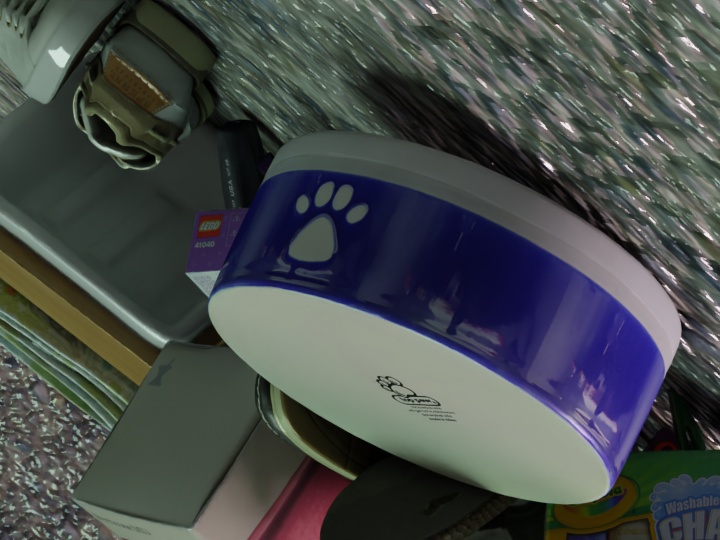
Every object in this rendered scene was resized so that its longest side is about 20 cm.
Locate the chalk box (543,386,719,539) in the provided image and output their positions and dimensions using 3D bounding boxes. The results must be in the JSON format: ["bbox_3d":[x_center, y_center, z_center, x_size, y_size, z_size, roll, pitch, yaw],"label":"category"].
[{"bbox_3d":[0.161,0.158,1.178,0.124,0.200,0.125,-2,155,23],"label":"chalk box"}]

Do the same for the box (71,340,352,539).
[{"bbox_3d":[-0.036,0.141,1.351,0.200,0.109,0.128,42,159,-31],"label":"box"}]

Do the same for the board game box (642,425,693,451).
[{"bbox_3d":[0.233,0.163,1.343,0.200,0.032,0.120,38,168,9],"label":"board game box"}]

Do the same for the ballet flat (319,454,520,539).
[{"bbox_3d":[0.059,0.100,1.202,0.067,0.200,0.046,23,132,36],"label":"ballet flat"}]

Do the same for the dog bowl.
[{"bbox_3d":[0.036,0.024,1.090,0.200,0.079,0.200,23,161,8],"label":"dog bowl"}]

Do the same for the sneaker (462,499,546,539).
[{"bbox_3d":[0.074,0.143,1.281,0.089,0.200,0.077,-27,76,47],"label":"sneaker"}]

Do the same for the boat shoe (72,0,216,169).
[{"bbox_3d":[-0.126,-0.095,1.356,0.075,0.068,0.200,39,172,2],"label":"boat shoe"}]

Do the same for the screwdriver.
[{"bbox_3d":[-0.051,0.010,1.401,0.028,0.029,0.200,-54,-47,-65],"label":"screwdriver"}]

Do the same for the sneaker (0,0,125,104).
[{"bbox_3d":[-0.185,-0.142,1.343,0.085,0.073,0.200,38,174,-14],"label":"sneaker"}]

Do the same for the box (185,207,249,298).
[{"bbox_3d":[0.013,0.026,1.287,0.137,0.039,0.200,-3,152,23],"label":"box"}]

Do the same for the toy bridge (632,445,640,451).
[{"bbox_3d":[0.098,0.109,1.495,0.027,0.067,0.200,42,172,-22],"label":"toy bridge"}]

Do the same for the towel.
[{"bbox_3d":[-0.119,0.015,1.521,0.171,0.200,0.048,38,145,12],"label":"towel"}]

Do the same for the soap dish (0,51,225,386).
[{"bbox_3d":[-0.136,-0.026,1.467,0.200,0.157,0.081,36,145,17],"label":"soap dish"}]

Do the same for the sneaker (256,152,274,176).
[{"bbox_3d":[0.000,0.000,1.411,0.088,0.074,0.200,62,-177,30],"label":"sneaker"}]

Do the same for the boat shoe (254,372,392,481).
[{"bbox_3d":[0.007,0.081,1.250,0.065,0.073,0.200,-8,161,37],"label":"boat shoe"}]
